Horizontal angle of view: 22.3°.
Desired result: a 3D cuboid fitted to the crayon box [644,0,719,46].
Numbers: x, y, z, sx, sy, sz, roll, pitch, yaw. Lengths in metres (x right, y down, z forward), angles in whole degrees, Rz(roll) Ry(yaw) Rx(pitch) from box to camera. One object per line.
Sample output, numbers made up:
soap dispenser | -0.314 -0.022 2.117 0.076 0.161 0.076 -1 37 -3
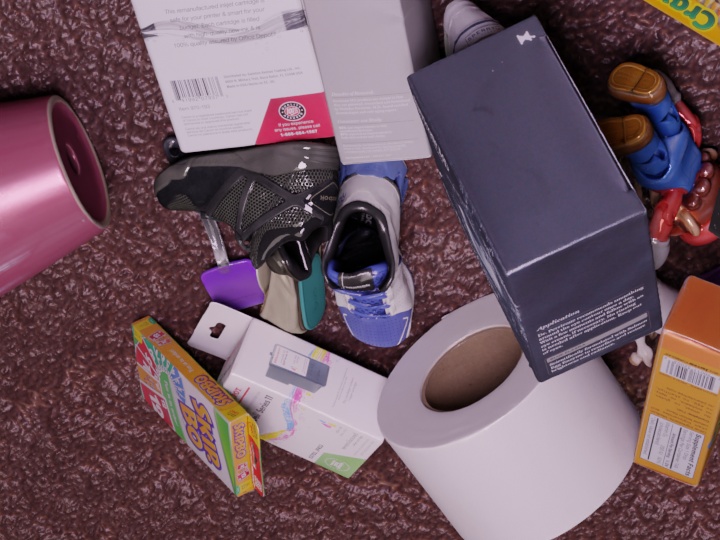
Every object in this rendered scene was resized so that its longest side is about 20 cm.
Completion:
crayon box | 0.260 -0.259 1.404 0.199 0.058 0.119 28 128 -10

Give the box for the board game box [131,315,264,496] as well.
board game box | -0.155 0.132 1.740 0.200 0.030 0.096 37 142 40

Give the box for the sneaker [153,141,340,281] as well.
sneaker | -0.101 -0.046 1.576 0.199 0.076 0.115 -4 85 35

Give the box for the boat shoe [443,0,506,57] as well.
boat shoe | 0.112 -0.151 1.519 0.073 0.067 0.200 -23 145 -6

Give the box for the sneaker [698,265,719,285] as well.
sneaker | 0.352 -0.037 1.561 0.084 0.080 0.200 53 133 12

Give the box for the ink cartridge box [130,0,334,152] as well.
ink cartridge box | -0.101 -0.208 1.509 0.144 0.084 0.201 -4 126 16

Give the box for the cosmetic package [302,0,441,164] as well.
cosmetic package | 0.011 -0.198 1.478 0.090 0.107 0.201 -5 124 17

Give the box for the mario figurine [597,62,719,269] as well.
mario figurine | 0.239 -0.084 1.510 0.123 0.106 0.200 -42 138 3

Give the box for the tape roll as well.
tape roll | 0.134 0.133 1.646 0.202 0.203 0.139 -23 119 27

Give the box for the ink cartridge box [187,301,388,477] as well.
ink cartridge box | -0.075 0.115 1.742 0.199 0.068 0.117 25 150 -6

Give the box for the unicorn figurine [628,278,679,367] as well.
unicorn figurine | 0.258 0.039 1.605 0.199 0.074 0.138 17 145 28

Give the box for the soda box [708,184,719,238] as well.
soda box | 0.334 -0.100 1.426 0.071 0.063 0.201 39 142 31

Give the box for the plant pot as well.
plant pot | -0.328 -0.065 1.616 0.178 0.200 0.201 -19 122 8

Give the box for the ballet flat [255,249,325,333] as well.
ballet flat | -0.066 -0.026 1.661 0.069 0.070 0.201 10 130 5

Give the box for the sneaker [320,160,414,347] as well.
sneaker | 0.000 -0.001 1.627 0.080 0.115 0.200 5 128 10

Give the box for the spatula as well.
spatula | -0.140 -0.041 1.686 0.056 0.021 0.201 -17 120 9

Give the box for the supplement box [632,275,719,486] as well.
supplement box | 0.278 0.096 1.528 0.069 0.067 0.200 22 146 14

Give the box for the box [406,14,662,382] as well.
box | 0.138 -0.052 1.423 0.117 0.197 0.200 -24 150 0
